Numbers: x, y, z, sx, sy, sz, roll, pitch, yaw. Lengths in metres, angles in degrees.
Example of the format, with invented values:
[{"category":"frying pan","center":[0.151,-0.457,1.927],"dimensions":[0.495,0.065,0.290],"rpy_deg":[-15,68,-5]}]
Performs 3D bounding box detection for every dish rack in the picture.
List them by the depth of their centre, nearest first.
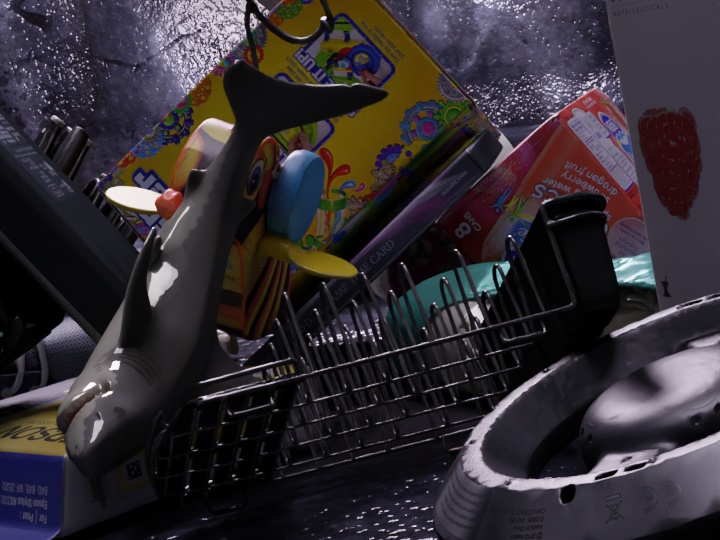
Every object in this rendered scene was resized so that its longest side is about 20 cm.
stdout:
[{"category":"dish rack","center":[0.005,0.042,0.775],"dimensions":[0.199,0.055,0.154],"rpy_deg":[-14,-22,-14]}]

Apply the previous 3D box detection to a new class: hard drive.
[{"category":"hard drive","center":[-0.163,-0.029,0.962],"dimensions":[0.033,0.200,0.140],"rpy_deg":[-43,5,2]}]

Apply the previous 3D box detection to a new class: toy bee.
[{"category":"toy bee","center":[-0.073,-0.036,0.933],"dimensions":[0.130,0.201,0.109],"rpy_deg":[1,33,28]}]

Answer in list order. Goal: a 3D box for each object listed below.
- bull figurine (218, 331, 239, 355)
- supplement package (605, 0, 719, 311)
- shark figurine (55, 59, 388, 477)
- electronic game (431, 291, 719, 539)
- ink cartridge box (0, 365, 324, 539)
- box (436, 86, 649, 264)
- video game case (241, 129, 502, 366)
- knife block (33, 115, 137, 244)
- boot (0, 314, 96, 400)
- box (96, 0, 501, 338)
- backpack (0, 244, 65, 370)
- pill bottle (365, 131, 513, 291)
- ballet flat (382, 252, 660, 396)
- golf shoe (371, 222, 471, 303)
[{"category":"bull figurine","center":[-0.152,0.042,1.202],"dimensions":[0.120,0.066,0.200],"rpy_deg":[-7,9,16]},{"category":"supplement package","center":[0.198,-0.049,0.815],"dimensions":[0.119,0.202,0.121],"rpy_deg":[-14,7,-24]},{"category":"shark figurine","center":[-0.065,0.014,0.839],"dimensions":[0.089,0.215,0.128],"rpy_deg":[28,-23,-6]},{"category":"electronic game","center":[0.118,0.056,0.680],"dimensions":[0.199,0.042,0.200],"rpy_deg":[-23,12,5]},{"category":"ink cartridge box","center":[-0.154,0.090,0.915],"dimensions":[0.199,0.047,0.197],"rpy_deg":[-15,8,-40]},{"category":"box","center":[0.127,-0.036,1.110],"dimensions":[0.095,0.100,0.200],"rpy_deg":[-41,-1,17]},{"category":"video game case","center":[0.000,0.000,1.056],"dimensions":[0.200,0.019,0.143],"rpy_deg":[-43,1,12]},{"category":"knife block","center":[-0.238,-0.010,1.289],"dimensions":[0.199,0.177,0.064],"rpy_deg":[-17,8,-36]},{"category":"boot","center":[-0.203,0.059,1.062],"dimensions":[0.199,0.073,0.090],"rpy_deg":[-19,-13,14]},{"category":"box","center":[-0.029,-0.067,1.141],"dimensions":[0.193,0.122,0.200],"rpy_deg":[-44,-7,5]},{"category":"backpack","center":[-0.270,-0.011,0.944],"dimensions":[0.153,0.201,0.176],"rpy_deg":[-35,2,10]},{"category":"pill bottle","center":[0.022,-0.048,1.432],"dimensions":[0.199,0.115,0.113],"rpy_deg":[-16,9,-33]},{"category":"ballet flat","center":[0.090,0.030,0.926],"dimensions":[0.199,0.068,0.070],"rpy_deg":[-10,21,26]},{"category":"golf shoe","center":[0.093,-0.020,1.279],"dimensions":[0.199,0.076,0.091],"rpy_deg":[-13,4,-24]}]
